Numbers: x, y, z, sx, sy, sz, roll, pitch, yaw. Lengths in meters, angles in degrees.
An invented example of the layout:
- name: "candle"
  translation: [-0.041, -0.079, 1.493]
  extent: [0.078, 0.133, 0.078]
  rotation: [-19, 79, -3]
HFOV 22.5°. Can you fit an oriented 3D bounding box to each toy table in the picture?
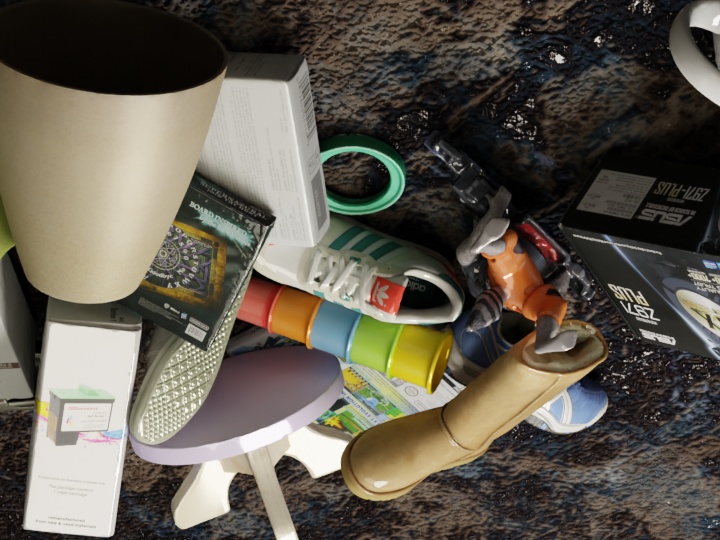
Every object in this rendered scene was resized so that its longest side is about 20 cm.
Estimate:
- name: "toy table"
  translation: [-0.102, 0.159, 1.667]
  extent: [0.199, 0.184, 0.118]
  rotation: [-13, 122, 4]

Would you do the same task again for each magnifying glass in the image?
- name: "magnifying glass"
  translation: [-0.061, -0.082, 1.548]
  extent: [0.199, 0.022, 0.080]
  rotation: [3, 135, 2]

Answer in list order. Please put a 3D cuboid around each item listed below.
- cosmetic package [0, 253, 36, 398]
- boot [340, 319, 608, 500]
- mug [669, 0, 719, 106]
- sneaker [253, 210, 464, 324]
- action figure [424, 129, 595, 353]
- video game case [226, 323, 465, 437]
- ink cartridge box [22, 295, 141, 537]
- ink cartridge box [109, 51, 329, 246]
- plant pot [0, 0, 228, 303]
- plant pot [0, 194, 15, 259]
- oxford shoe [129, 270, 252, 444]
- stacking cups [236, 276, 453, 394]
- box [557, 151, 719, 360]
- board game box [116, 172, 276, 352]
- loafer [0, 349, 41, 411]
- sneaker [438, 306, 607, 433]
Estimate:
- name: "cosmetic package"
  translation: [-0.357, 0.037, 1.593]
  extent: [0.112, 0.081, 0.200]
  rotation: [-5, 150, 2]
- name: "boot"
  translation: [0.093, 0.116, 1.558]
  extent: [0.175, 0.066, 0.200]
  rotation: [-19, 164, -39]
- name: "mug"
  translation: [0.323, -0.145, 1.359]
  extent: [0.199, 0.176, 0.148]
  rotation: [17, 133, -14]
- name: "sneaker"
  translation: [0.000, 0.000, 1.564]
  extent: [0.199, 0.093, 0.071]
  rotation: [16, 103, -17]
- name: "action figure"
  translation: [0.105, -0.015, 1.510]
  extent: [0.200, 0.193, 0.105]
  rotation: [44, 95, -6]
- name: "video game case"
  translation: [0.005, 0.091, 1.721]
  extent: [0.182, 0.022, 0.200]
  rotation: [-27, 129, 26]
- name: "ink cartridge box"
  translation: [-0.247, 0.113, 1.613]
  extent: [0.084, 0.145, 0.201]
  rotation: [7, 108, -10]
- name: "ink cartridge box"
  translation: [-0.132, -0.104, 1.508]
  extent: [0.199, 0.047, 0.161]
  rotation: [6, 127, 20]
- name: "plant pot"
  translation: [-0.207, -0.083, 1.398]
  extent: [0.186, 0.188, 0.201]
  rotation: [8, 117, -5]
- name: "plant pot"
  translation: [-0.355, -0.087, 1.426]
  extent: [0.199, 0.201, 0.190]
  rotation: [-14, 132, 16]
- name: "oxford shoe"
  translation: [-0.157, 0.059, 1.592]
  extent: [0.058, 0.201, 0.075]
  rotation: [11, 160, 31]
- name: "stacking cups"
  translation: [-0.018, 0.048, 1.620]
  extent: [0.199, 0.061, 0.061]
  rotation: [21, 137, 14]
- name: "box"
  translation: [0.289, -0.004, 1.497]
  extent: [0.200, 0.086, 0.164]
  rotation: [14, 152, 46]
- name: "board game box"
  translation: [-0.185, -0.035, 1.514]
  extent: [0.199, 0.028, 0.136]
  rotation: [29, 117, 0]
- name: "loafer"
  translation: [-0.334, 0.099, 1.707]
  extent: [0.199, 0.070, 0.070]
  rotation: [4, 150, -14]
- name: "sneaker"
  translation: [0.161, 0.089, 1.673]
  extent: [0.200, 0.076, 0.077]
  rotation: [24, 121, -33]
